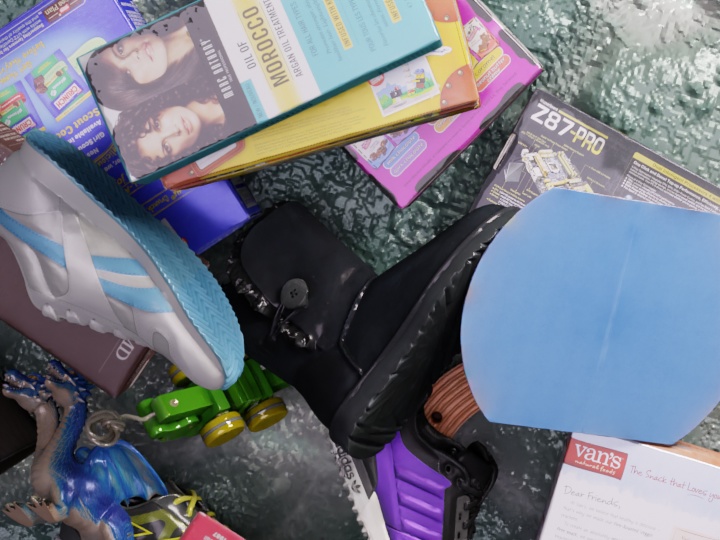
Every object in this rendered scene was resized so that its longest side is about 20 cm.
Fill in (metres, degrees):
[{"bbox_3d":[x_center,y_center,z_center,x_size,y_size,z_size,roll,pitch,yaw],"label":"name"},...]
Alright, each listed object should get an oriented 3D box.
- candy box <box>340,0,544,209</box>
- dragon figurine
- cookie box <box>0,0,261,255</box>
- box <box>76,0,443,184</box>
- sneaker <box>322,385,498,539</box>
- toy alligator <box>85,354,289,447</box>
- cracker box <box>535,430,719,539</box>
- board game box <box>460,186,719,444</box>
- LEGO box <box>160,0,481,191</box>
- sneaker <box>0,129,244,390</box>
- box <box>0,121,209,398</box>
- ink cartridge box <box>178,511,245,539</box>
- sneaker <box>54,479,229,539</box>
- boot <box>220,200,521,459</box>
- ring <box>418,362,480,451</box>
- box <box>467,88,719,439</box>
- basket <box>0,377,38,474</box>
[{"bbox_3d":[0.008,-0.160,1.464,0.136,0.061,0.200,-44,89,8],"label":"candy box"},{"bbox_3d":[-0.171,0.149,1.446,0.200,0.100,0.059,47,143,-19],"label":"dragon figurine"},{"bbox_3d":[-0.191,-0.077,1.490,0.170,0.075,0.201,-31,91,8],"label":"cookie box"},{"bbox_3d":[-0.058,-0.128,1.264,0.199,0.049,0.083,-25,90,5],"label":"box"},{"bbox_3d":[0.053,0.165,1.467,0.099,0.070,0.202,-23,92,7],"label":"sneaker"},{"bbox_3d":[-0.115,0.094,1.467,0.054,0.199,0.060,-45,69,45],"label":"toy alligator"},{"bbox_3d":[0.179,0.210,1.461,0.133,0.058,0.202,17,99,4],"label":"cracker box"},{"bbox_3d":[0.156,0.025,1.405,0.198,0.039,0.159,8,105,-17],"label":"board game box"},{"bbox_3d":[-0.028,-0.114,1.362,0.198,0.149,0.078,-15,92,5],"label":"LEGO box"},{"bbox_3d":[-0.154,0.006,1.355,0.200,0.076,0.081,44,105,5],"label":"sneaker"},{"bbox_3d":[-0.210,-0.015,1.425,0.199,0.075,0.101,33,98,-1],"label":"box"},{"bbox_3d":[-0.097,0.282,1.399,0.147,0.086,0.201,32,77,12],"label":"ink cartridge box"},{"bbox_3d":[-0.120,0.193,1.508,0.198,0.074,0.085,13,96,6],"label":"sneaker"},{"bbox_3d":[0.000,0.000,1.429,0.168,0.076,0.201,43,100,30],"label":"boot"},{"bbox_3d":[0.118,0.151,1.501,0.198,0.019,0.202,1,95,6],"label":"ring"},{"bbox_3d":[0.166,-0.005,1.456,0.199,0.049,0.162,28,94,5],"label":"box"},{"bbox_3d":[-0.338,0.075,1.500,0.180,0.136,0.201,-33,86,19],"label":"basket"}]
